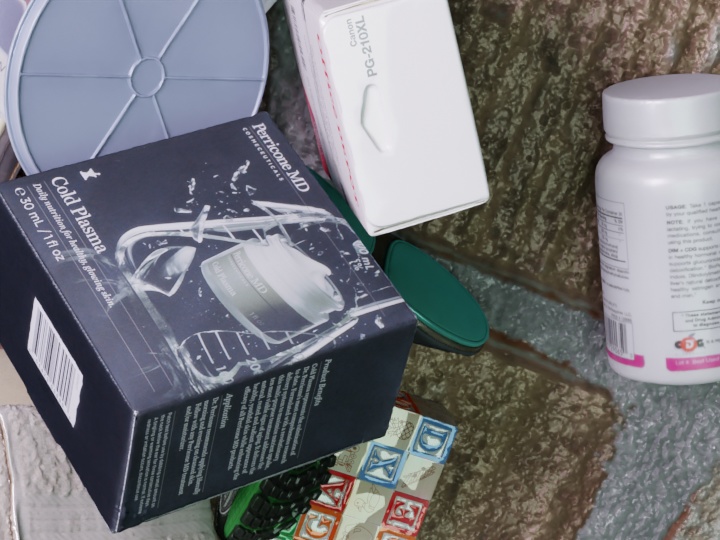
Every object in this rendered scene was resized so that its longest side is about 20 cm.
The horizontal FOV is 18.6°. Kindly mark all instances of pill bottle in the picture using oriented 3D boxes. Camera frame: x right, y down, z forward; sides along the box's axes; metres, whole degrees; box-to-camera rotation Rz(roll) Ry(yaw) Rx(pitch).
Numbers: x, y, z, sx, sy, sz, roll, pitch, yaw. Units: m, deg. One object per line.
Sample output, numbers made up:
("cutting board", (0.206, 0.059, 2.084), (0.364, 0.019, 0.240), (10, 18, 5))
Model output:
("pill bottle", (0.223, -0.030, 1.533), (0.113, 0.113, 0.201), (-7, 105, -7))

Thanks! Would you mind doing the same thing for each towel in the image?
("towel", (-0.165, 0.151, 1.414), (0.200, 0.034, 0.133), (3, 78, -50))

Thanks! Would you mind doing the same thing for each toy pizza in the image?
("toy pizza", (-0.145, -0.128, 1.416), (0.200, 0.032, 0.201), (-18, 120, -33))

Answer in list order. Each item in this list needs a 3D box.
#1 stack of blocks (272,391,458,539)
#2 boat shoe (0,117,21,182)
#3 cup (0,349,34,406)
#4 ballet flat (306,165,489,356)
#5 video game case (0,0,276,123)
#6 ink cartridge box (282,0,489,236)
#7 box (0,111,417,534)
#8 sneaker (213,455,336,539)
("stack of blocks", (-0.021, 0.178, 1.571), (0.115, 0.059, 0.200), (19, 100, -13))
("boat shoe", (-0.204, -0.116, 1.464), (0.073, 0.075, 0.200), (23, 100, -13))
("cup", (-0.239, 0.170, 1.475), (0.200, 0.143, 0.201), (0, 108, 1))
("ballet flat", (0.000, 0.000, 1.533), (0.200, 0.073, 0.073), (38, 95, -19))
("video game case", (-0.164, -0.171, 1.422), (0.200, 0.023, 0.182), (-51, 129, -13))
("ink cartridge box", (0.013, -0.120, 1.432), (0.084, 0.200, 0.145), (-15, 106, -5))
("box", (-0.104, 0.028, 1.366), (0.196, 0.200, 0.124), (-17, 144, -29))
("sneaker", (-0.059, 0.093, 1.503), (0.085, 0.078, 0.200), (20, 92, 32))
